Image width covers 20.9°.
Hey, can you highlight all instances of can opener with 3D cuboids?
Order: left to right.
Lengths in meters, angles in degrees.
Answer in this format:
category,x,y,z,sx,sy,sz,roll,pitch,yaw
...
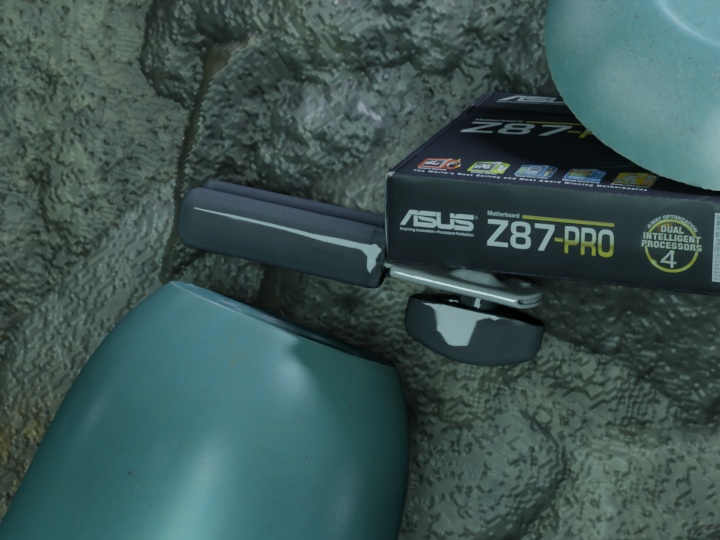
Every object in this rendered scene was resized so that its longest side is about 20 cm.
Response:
category,x,y,z,sx,sy,sz,roll,pitch,yaw
can opener,0.000,0.000,1.017,0.199,0.053,0.067,17,103,10

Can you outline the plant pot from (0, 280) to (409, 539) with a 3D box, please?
category,x,y,z,sx,sy,sz,roll,pitch,yaw
plant pot,-0.065,0.100,0.982,0.199,0.201,0.162,21,90,9

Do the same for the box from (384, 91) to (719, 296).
category,x,y,z,sx,sy,sz,roll,pitch,yaw
box,0.130,-0.038,0.911,0.199,0.161,0.049,6,109,21

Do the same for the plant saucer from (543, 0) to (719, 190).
category,x,y,z,sx,sy,sz,roll,pitch,yaw
plant saucer,0.180,-0.121,0.867,0.199,0.202,0.039,4,143,12
